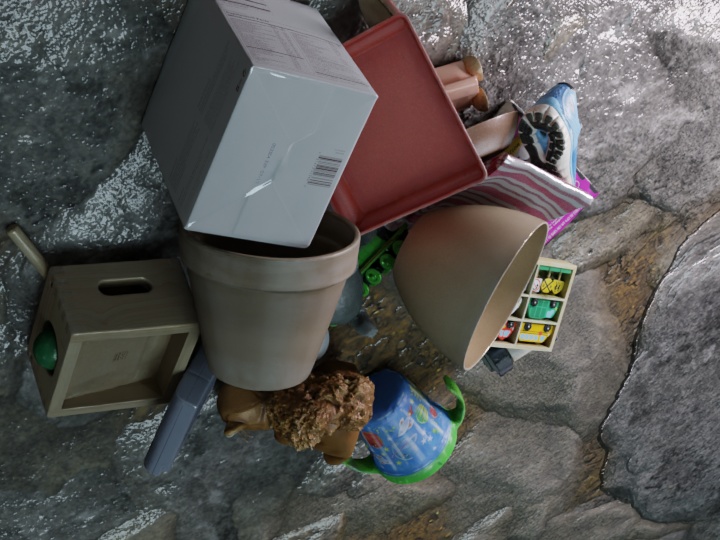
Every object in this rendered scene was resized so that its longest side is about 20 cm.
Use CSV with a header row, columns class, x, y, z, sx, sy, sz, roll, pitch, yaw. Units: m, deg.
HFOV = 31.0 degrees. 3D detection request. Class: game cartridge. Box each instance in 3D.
class,x,y,z,sx,sy,sz,roll,pitch,yaw
game cartridge,-0.206,0.150,1.601,0.041,0.200,0.133,29,114,-4

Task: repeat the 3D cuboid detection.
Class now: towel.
class,x,y,z,sx,sy,sz,roll,pitch,yaw
towel,0.168,-0.079,1.593,0.146,0.030,0.200,20,154,-31

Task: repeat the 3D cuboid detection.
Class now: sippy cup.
class,x,y,z,sx,sy,sz,roll,pitch,yaw
sippy cup,0.052,0.215,1.860,0.178,0.139,0.130,-52,130,-19

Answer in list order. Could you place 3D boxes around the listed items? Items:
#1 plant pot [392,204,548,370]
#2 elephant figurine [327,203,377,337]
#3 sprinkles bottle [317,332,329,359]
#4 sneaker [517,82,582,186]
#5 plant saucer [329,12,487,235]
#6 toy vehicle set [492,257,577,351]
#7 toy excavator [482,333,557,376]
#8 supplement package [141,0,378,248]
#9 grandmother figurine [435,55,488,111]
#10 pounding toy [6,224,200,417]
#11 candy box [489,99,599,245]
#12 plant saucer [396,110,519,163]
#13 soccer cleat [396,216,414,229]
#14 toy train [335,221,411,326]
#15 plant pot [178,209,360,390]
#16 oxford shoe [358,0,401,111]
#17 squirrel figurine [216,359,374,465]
class,x,y,z,sx,sy,sz,roll,pitch,yaw
plant pot,0.119,-0.001,1.555,0.200,0.134,0.200,-53,163,-24
elephant figurine,-0.046,-0.034,1.554,0.155,0.142,0.200,-1,130,-28
sprinkles bottle,-0.110,0.090,1.622,0.068,0.068,0.200,-50,163,16
sneaker,0.245,-0.151,1.590,0.090,0.078,0.200,-56,159,-25
plant saucer,0.024,-0.159,1.438,0.199,0.200,0.037,-23,-172,35
toy vehicle set,0.188,0.038,1.708,0.200,0.027,0.125,7,103,-33
toy excavator,0.182,0.038,1.802,0.100,0.200,0.194,-33,-178,-5
supplement package,-0.111,-0.164,1.344,0.147,0.200,0.192,9,123,-31
grandmother figurine,0.050,-0.197,1.530,0.200,0.061,0.122,-23,109,-15
pounding toy,-0.308,0.054,1.497,0.200,0.142,0.184,-4,141,-30
candy box,0.209,-0.114,1.701,0.136,0.061,0.200,-45,136,9
plant saucer,0.105,-0.132,1.548,0.200,0.037,0.200,-24,178,-1
soccer cleat,0.069,-0.031,1.671,0.069,0.085,0.200,-44,137,10
toy train,0.000,0.000,1.644,0.200,0.056,0.042,-46,-179,38
plant pot,-0.107,0.030,1.437,0.200,0.200,0.174,-5,115,-28
oxford shoe,0.036,-0.221,1.453,0.074,0.071,0.200,-28,110,-6
squirrel figurine,-0.088,0.173,1.697,0.186,0.142,0.200,10,168,-18
